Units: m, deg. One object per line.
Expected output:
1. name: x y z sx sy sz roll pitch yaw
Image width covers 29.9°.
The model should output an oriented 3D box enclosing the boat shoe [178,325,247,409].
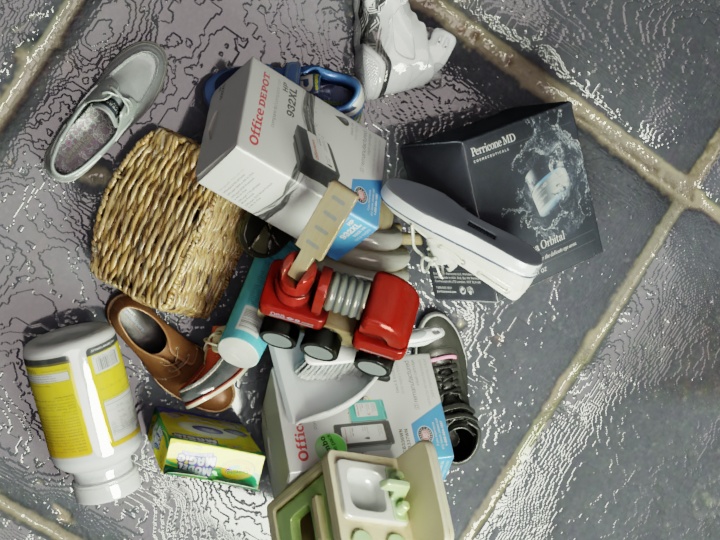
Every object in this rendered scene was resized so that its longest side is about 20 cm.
1. boat shoe: -0.155 0.088 1.624 0.200 0.071 0.063 -46 109 -35

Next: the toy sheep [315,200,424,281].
1. toy sheep: 0.000 0.000 1.651 0.137 0.138 0.201 8 101 -15

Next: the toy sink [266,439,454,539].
1. toy sink: -0.007 0.281 1.501 0.112 0.200 0.131 13 50 -34

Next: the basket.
1. basket: -0.223 -0.057 1.619 0.142 0.149 0.201 25 92 17

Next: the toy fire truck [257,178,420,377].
1. toy fire truck: -0.016 0.009 1.493 0.175 0.200 0.129 17 65 1

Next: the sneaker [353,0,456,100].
1. sneaker: 0.052 -0.310 1.646 0.114 0.075 0.201 -3 104 -14

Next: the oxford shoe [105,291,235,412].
1. oxford shoe: -0.229 0.108 1.638 0.200 0.071 0.071 42 85 -18

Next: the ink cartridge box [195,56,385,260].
1. ink cartridge box: -0.075 -0.127 1.539 0.200 0.084 0.146 29 46 -27

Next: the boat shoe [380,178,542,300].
1. boat shoe: 0.103 -0.026 1.542 0.201 0.075 0.086 28 119 3

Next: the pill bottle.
1. pill bottle: -0.324 0.170 1.601 0.111 0.112 0.201 -14 101 -12

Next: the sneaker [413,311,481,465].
1. sneaker: 0.116 0.156 1.715 0.070 0.099 0.201 -7 99 -11

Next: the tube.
1. tube: -0.113 0.027 1.614 0.077 0.050 0.200 47 43 -24

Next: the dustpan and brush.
1. dustpan and brush: 0.001 0.098 1.589 0.199 0.140 0.057 -7 144 -15

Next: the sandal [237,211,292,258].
1. sandal: -0.081 -0.096 1.646 0.201 0.057 0.080 -44 105 -22

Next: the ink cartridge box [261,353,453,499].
1. ink cartridge box: -0.010 0.205 1.639 0.199 0.146 0.147 -5 57 -13

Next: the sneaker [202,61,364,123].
1. sneaker: -0.088 -0.214 1.610 0.199 0.082 0.074 2 76 -14

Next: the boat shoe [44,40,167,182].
1. boat shoe: -0.294 -0.183 1.577 0.070 0.071 0.201 39 88 -16

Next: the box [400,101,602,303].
1. box: 0.175 -0.085 1.651 0.196 0.117 0.201 -23 104 -35

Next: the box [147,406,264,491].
1. box: -0.184 0.212 1.596 0.117 0.200 0.049 13 95 -16
